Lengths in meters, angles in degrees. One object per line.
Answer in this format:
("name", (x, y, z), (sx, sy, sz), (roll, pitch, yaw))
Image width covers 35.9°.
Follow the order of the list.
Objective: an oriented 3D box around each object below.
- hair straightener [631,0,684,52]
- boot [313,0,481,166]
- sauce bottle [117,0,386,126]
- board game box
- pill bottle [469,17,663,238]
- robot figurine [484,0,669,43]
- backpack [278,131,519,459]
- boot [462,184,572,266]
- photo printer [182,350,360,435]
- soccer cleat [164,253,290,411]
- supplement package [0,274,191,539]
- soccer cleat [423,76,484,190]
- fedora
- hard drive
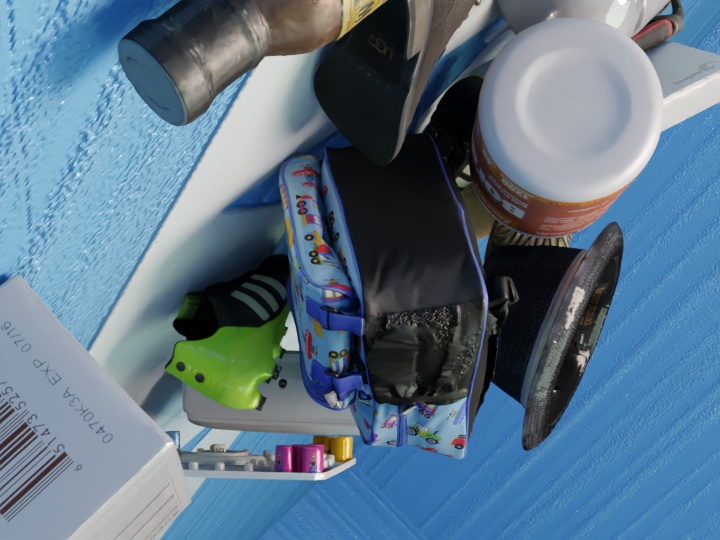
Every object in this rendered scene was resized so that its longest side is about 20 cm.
("hair straightener", (0.191, -0.186, 0.895), (0.199, 0.077, 0.041), (-37, 126, -31))
("boot", (0.060, -0.163, 0.652), (0.174, 0.069, 0.200), (-42, 167, -25))
("sauce bottle", (-0.013, -0.133, 0.461), (0.200, 0.065, 0.065), (-43, 170, -20))
("board game box", (-0.112, 0.148, 0.906), (0.200, 0.197, 0.026), (44, 48, -81))
("pill bottle", (0.129, -0.083, 0.748), (0.112, 0.112, 0.200), (-46, 172, -4))
("robot figurine", (0.168, -0.220, 0.753), (0.200, 0.113, 0.169), (-44, -174, -15))
("backpack", (0.020, 0.032, 0.764), (0.133, 0.184, 0.201), (-8, 135, -7))
("boot", (0.134, -0.049, 1.029), (0.176, 0.066, 0.200), (-62, -169, -13))
("photo printer", (-0.039, 0.108, 0.971), (0.166, 0.197, 0.070), (57, 35, -80))
("soccer cleat", (-0.089, 0.030, 0.815), (0.200, 0.080, 0.068), (-80, -164, -66))
("supplement package", (-0.172, 0.109, 0.592), (0.117, 0.117, 0.200), (-43, 171, -18))
("soccer cleat", (0.070, -0.092, 0.958), (0.081, 0.068, 0.200), (-42, 173, -27))
("fedora", (0.129, 0.038, 0.847), (0.201, 0.091, 0.202), (-54, 157, -35))
("hard drive", (0.196, -0.159, 0.916), (0.131, 0.200, 0.027), (-27, 122, -16))
